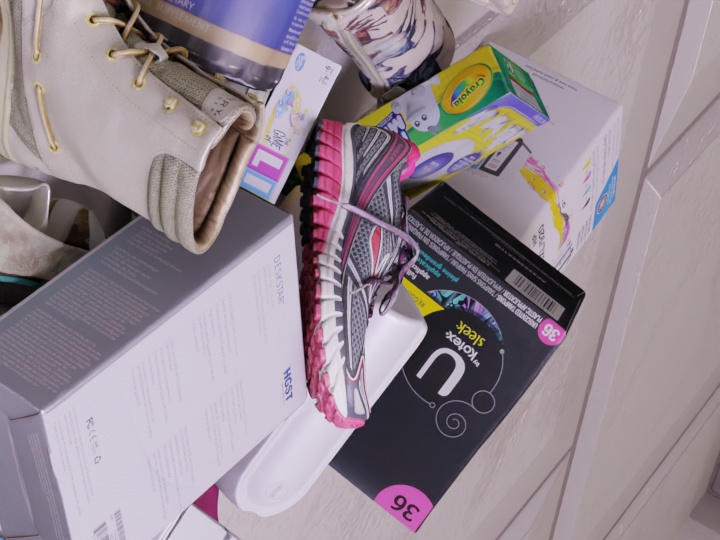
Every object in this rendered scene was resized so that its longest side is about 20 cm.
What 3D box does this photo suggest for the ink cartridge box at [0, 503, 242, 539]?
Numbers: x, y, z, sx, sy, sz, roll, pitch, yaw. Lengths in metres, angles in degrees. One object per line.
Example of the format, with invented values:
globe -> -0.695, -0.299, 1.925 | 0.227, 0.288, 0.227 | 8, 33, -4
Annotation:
ink cartridge box -> -0.160, 0.179, 1.138 | 0.084, 0.144, 0.200 | -56, 157, -11

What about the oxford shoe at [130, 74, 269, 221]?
oxford shoe -> -0.121, -0.052, 1.090 | 0.075, 0.057, 0.201 | -83, -161, -57

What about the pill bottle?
pill bottle -> -0.060, -0.215, 0.958 | 0.112, 0.111, 0.202 | 3, 112, -66

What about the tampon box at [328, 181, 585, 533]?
tampon box -> 0.051, 0.063, 1.276 | 0.201, 0.149, 0.126 | -55, 175, 18

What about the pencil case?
pencil case -> 0.009, -0.181, 1.191 | 0.200, 0.077, 0.090 | 36, 57, -69

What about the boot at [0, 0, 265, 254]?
boot -> -0.119, -0.121, 0.874 | 0.072, 0.154, 0.202 | -33, 144, -50

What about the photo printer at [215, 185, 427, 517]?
photo printer -> -0.053, 0.061, 1.193 | 0.069, 0.167, 0.201 | 22, 114, -36

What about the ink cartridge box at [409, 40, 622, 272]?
ink cartridge box -> 0.119, -0.064, 1.481 | 0.200, 0.144, 0.148 | -51, 156, -25

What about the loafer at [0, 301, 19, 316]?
loafer -> -0.197, 0.053, 1.021 | 0.072, 0.062, 0.200 | -65, 158, 5

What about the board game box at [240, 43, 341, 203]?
board game box -> -0.073, -0.053, 1.143 | 0.201, 0.034, 0.134 | -64, -176, 3

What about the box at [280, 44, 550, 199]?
box -> 0.036, -0.093, 1.271 | 0.199, 0.049, 0.117 | -28, 166, 17

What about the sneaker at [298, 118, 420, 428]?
sneaker -> 0.000, 0.000, 1.064 | 0.081, 0.074, 0.202 | 128, -34, -72

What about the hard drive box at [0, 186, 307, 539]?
hard drive box -> -0.125, 0.063, 0.978 | 0.200, 0.076, 0.157 | -39, 143, -34

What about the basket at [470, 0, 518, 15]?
basket -> 0.093, -0.298, 1.173 | 0.201, 0.135, 0.123 | -60, 160, -7

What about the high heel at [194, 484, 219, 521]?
high heel -> -0.139, 0.231, 1.336 | 0.096, 0.067, 0.202 | -41, 146, -62

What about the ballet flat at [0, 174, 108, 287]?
ballet flat -> -0.182, -0.018, 0.977 | 0.200, 0.067, 0.063 | 21, 86, -68

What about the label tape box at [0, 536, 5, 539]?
label tape box -> -0.185, 0.271, 1.189 | 0.066, 0.142, 0.200 | -57, 157, -11
